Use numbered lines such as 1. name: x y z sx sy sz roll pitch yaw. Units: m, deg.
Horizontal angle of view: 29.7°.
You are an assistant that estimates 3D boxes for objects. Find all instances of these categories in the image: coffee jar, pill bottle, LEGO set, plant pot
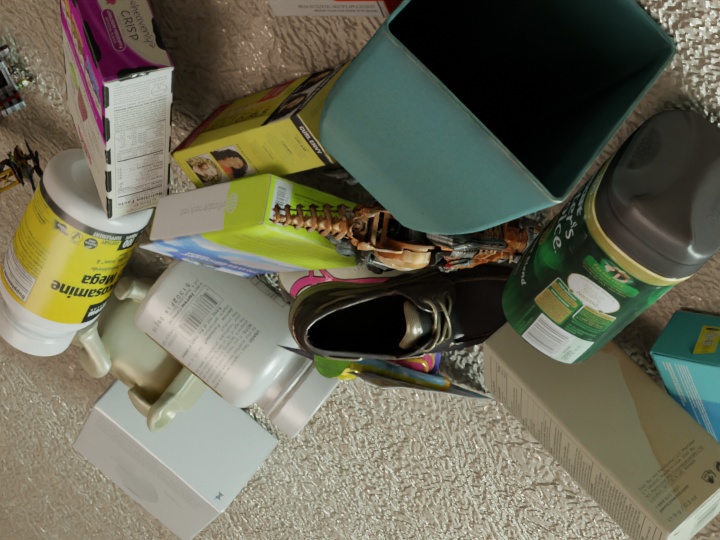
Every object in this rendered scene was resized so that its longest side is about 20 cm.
1. coffee jar: 0.172 -0.019 0.894 0.085 0.104 0.200 36 151 0
2. pill bottle: -0.295 -0.013 1.363 0.112 0.112 0.200 36 120 6
3. LEGO set: -0.383 -0.168 1.373 0.154 0.115 0.201 52 166 51
4. plant pot: 0.063 -0.109 0.862 0.141 0.142 0.200 44 154 -7
5. pill bottle: -0.117 0.070 1.352 0.200 0.114 0.114 39 152 1

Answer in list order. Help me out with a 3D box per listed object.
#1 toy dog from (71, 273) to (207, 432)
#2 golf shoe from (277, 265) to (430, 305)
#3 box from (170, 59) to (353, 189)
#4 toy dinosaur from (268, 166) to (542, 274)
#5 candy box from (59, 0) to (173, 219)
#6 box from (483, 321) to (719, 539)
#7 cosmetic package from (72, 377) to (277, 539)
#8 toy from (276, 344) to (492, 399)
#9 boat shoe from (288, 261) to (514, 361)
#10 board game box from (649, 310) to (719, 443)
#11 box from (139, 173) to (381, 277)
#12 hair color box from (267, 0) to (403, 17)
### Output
1. toy dog: -0.254 0.064 1.515 0.200 0.140 0.194 36 179 7
2. golf shoe: 0.000 0.000 1.179 0.199 0.072 0.093 14 111 47
3. box: -0.070 -0.111 1.083 0.050 0.075 0.200 52 151 -20
4. toy dinosaur: 0.034 -0.040 0.993 0.199 0.103 0.136 26 -178 -29
5. candy box: -0.203 -0.154 1.129 0.200 0.061 0.137 108 143 -60
6. box: 0.186 0.116 1.029 0.200 0.078 0.095 47 167 23
7. cosmetic package: -0.234 0.214 1.686 0.199 0.123 0.200 41 153 -1
8. toy: 0.030 0.076 1.200 0.115 0.048 0.200 18 -175 33
9. boat shoe: 0.043 0.041 1.062 0.073 0.199 0.075 -100 0 -74
10. board game box: 0.321 0.109 0.957 0.199 0.047 0.151 9 140 43
11. box: -0.086 -0.033 1.140 0.121 0.048 0.199 17 166 -36
12. hair color box: -0.042 -0.258 0.852 0.110 0.064 0.201 10 139 43
